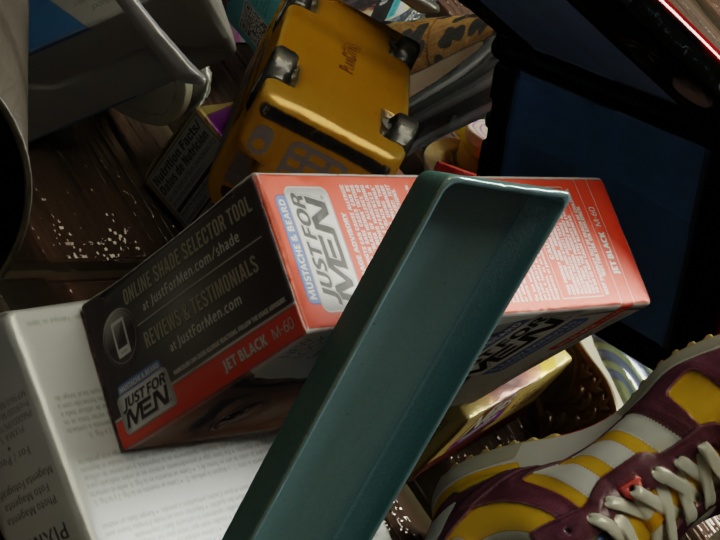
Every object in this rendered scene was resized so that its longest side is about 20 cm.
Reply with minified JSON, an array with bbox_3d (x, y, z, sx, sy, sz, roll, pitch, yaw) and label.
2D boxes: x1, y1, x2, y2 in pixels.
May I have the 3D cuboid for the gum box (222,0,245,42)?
[{"bbox_3d":[-0.055,-0.194,0.950,0.066,0.114,0.200,51,31,17],"label":"gum box"}]

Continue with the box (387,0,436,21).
[{"bbox_3d":[0.019,-0.277,1.059,0.164,0.200,0.086,49,29,14],"label":"box"}]

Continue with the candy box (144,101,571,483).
[{"bbox_3d":[0.000,0.000,0.814,0.200,0.056,0.117,50,31,14],"label":"candy box"}]

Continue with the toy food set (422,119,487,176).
[{"bbox_3d":[0.129,-0.044,0.967,0.197,0.049,0.200,12,22,-16],"label":"toy food set"}]

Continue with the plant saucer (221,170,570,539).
[{"bbox_3d":[0.000,0.052,0.561,0.070,0.200,0.019,4,30,-49],"label":"plant saucer"}]

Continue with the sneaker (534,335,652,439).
[{"bbox_3d":[0.138,0.078,0.852,0.090,0.067,0.200,19,33,-24],"label":"sneaker"}]

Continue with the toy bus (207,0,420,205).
[{"bbox_3d":[-0.020,-0.070,0.719,0.065,0.078,0.200,28,23,-10],"label":"toy bus"}]

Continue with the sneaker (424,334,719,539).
[{"bbox_3d":[0.115,0.097,0.681,0.075,0.200,0.090,50,25,-20],"label":"sneaker"}]

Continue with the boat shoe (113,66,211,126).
[{"bbox_3d":[-0.134,-0.154,0.849,0.060,0.072,0.202,-13,55,-49],"label":"boat shoe"}]

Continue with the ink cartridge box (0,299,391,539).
[{"bbox_3d":[-0.058,0.104,0.640,0.162,0.057,0.200,-7,75,-53],"label":"ink cartridge box"}]

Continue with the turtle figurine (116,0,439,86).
[{"bbox_3d":[-0.098,-0.161,0.646,0.194,0.200,0.144,16,49,34],"label":"turtle figurine"}]

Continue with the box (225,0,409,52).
[{"bbox_3d":[0.023,-0.187,0.923,0.200,0.082,0.049,-30,73,-28],"label":"box"}]

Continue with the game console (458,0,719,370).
[{"bbox_3d":[0.079,-0.062,0.739,0.172,0.119,0.200,34,0,-35],"label":"game console"}]

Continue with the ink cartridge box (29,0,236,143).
[{"bbox_3d":[-0.146,-0.174,0.775,0.068,0.116,0.200,60,8,-64],"label":"ink cartridge box"}]

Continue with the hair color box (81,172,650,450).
[{"bbox_3d":[0.007,0.014,0.639,0.200,0.111,0.064,-1,66,-45],"label":"hair color box"}]

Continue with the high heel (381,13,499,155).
[{"bbox_3d":[0.061,-0.127,0.945,0.072,0.142,0.200,62,2,-23],"label":"high heel"}]

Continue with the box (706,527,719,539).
[{"bbox_3d":[0.206,0.144,0.710,0.106,0.200,0.152,46,30,11],"label":"box"}]

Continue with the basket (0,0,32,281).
[{"bbox_3d":[-0.194,-0.067,0.601,0.200,0.180,0.136,-94,169,-62],"label":"basket"}]
